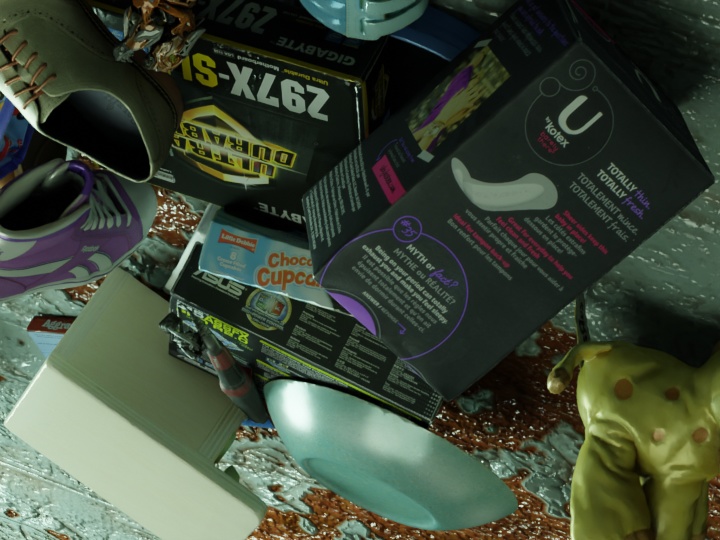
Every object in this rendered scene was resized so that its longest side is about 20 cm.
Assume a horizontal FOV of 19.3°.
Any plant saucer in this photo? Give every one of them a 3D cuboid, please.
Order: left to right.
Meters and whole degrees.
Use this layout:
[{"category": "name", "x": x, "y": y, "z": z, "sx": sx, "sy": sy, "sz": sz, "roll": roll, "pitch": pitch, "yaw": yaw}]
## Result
[{"category": "plant saucer", "x": 0.013, "y": 0.142, "z": 1.508, "sx": 0.201, "sy": 0.039, "sz": 0.201, "roll": 25, "pitch": 163, "yaw": 8}]

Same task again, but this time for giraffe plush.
[{"category": "giraffe plush", "x": 0.229, "y": 0.102, "z": 1.371, "sx": 0.162, "sy": 0.173, "sz": 0.200, "roll": -8, "pitch": 100, "yaw": 28}]

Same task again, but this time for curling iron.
[{"category": "curling iron", "x": -0.093, "y": 0.070, "z": 1.486, "sx": 0.050, "sy": 0.026, "sz": 0.200, "roll": 42, "pitch": 174, "yaw": 25}]

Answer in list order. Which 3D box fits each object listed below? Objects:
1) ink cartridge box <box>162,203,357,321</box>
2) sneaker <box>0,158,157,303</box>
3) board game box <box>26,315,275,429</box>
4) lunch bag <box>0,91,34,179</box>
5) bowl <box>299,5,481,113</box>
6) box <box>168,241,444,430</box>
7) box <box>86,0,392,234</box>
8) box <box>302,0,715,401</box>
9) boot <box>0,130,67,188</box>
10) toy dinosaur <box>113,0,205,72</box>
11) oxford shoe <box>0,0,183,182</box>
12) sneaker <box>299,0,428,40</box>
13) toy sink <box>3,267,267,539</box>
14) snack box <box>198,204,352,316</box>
[{"category": "ink cartridge box", "x": -0.053, "y": 0.016, "z": 1.535, "sx": 0.162, "sy": 0.050, "sz": 0.200, "roll": 29, "pitch": 165, "yaw": -5}, {"category": "sneaker", "x": -0.187, "y": -0.039, "z": 1.421, "sx": 0.073, "sy": 0.200, "sz": 0.114, "roll": 53, "pitch": 130, "yaw": 5}, {"category": "board game box", "x": -0.166, "y": 0.081, "z": 1.707, "sx": 0.200, "sy": 0.019, "sz": 0.103, "roll": 4, "pitch": 139, "yaw": 31}, {"category": "lunch bag", "x": -0.266, "y": -0.166, "z": 1.340, "sx": 0.150, "sy": 0.094, "sz": 0.200, "roll": 27, "pitch": 118, "yaw": 1}, {"category": "bowl", "x": 0.024, "y": -0.093, "z": 1.316, "sx": 0.200, "sy": 0.039, "sz": 0.201, "roll": 18, "pitch": 146, "yaw": 13}, {"category": "box", "x": -0.038, "y": 0.063, "z": 1.498, "sx": 0.200, "sy": 0.044, "sz": 0.160, "roll": 26, "pitch": 161, "yaw": 3}, {"category": "box", "x": -0.077, "y": -0.101, "z": 1.296, "sx": 0.200, "sy": 0.049, "sz": 0.160, "roll": 18, "pitch": 144, "yaw": 16}, {"category": "box", "x": 0.079, "y": -0.046, "z": 1.198, "sx": 0.200, "sy": 0.106, "sz": 0.122, "roll": -40, "pitch": 114, "yaw": 16}, {"category": "boot", "x": -0.292, "y": -0.103, "z": 1.485, "sx": 0.155, "sy": 0.077, "sz": 0.200, "roll": 17, "pitch": 143, "yaw": 11}, {"category": "toy dinosaur", "x": -0.121, "y": -0.214, "z": 1.178, "sx": 0.136, "sy": 0.200, "sz": 0.102, "roll": 8, "pitch": -178, "yaw": -7}, {"category": "oxford shoe", "x": -0.184, "y": -0.125, "z": 1.210, "sx": 0.200, "sy": 0.074, "sz": 0.071, "roll": 34, "pitch": 119, "yaw": -20}, {"category": "sneaker", "x": 0.035, "y": -0.179, "z": 1.157, "sx": 0.200, "sy": 0.080, "sz": 0.131, "roll": 17, "pitch": 145, "yaw": 32}, {"category": "toy sink", "x": -0.149, "y": 0.112, "z": 1.620, "sx": 0.200, "sy": 0.112, "sz": 0.130, "roll": 36, "pitch": 146, "yaw": -4}, {"category": "snack box", "x": 0.000, "y": 0.000, "z": 1.374, "sx": 0.200, "sy": 0.116, "sz": 0.037, "roll": 17, "pitch": 103, "yaw": -2}]
